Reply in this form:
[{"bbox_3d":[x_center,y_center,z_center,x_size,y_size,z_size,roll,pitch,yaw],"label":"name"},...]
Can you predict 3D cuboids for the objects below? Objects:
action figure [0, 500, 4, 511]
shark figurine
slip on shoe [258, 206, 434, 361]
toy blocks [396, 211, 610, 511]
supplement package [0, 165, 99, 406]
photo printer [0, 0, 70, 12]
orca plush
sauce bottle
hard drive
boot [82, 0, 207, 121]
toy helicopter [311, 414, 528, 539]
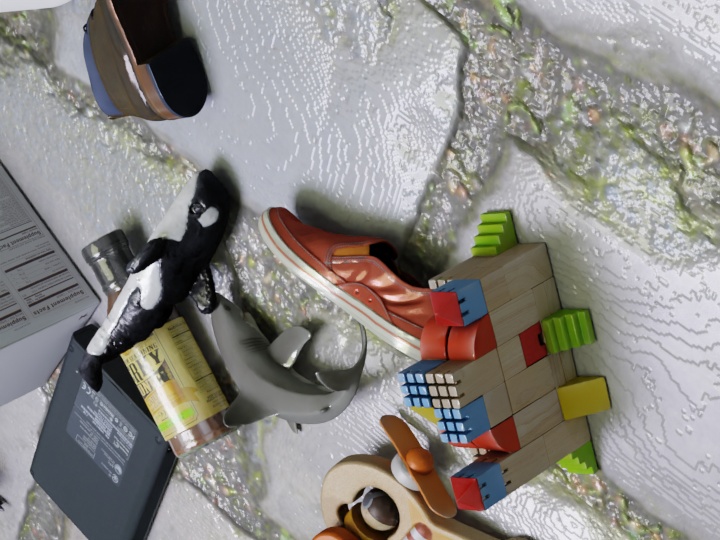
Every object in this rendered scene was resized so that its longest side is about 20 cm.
[{"bbox_3d":[-0.420,0.188,2.016,0.118,0.102,0.201,17,120,25],"label":"action figure"},{"bbox_3d":[-0.064,0.099,1.609,0.214,0.089,0.129,14,123,53],"label":"shark figurine"},{"bbox_3d":[0.000,0.000,1.537,0.200,0.074,0.061,35,97,36],"label":"slip on shoe"},{"bbox_3d":[0.087,0.075,1.424,0.100,0.136,0.201,-1,108,45],"label":"toy blocks"},{"bbox_3d":[-0.373,0.016,1.844,0.200,0.150,0.152,52,136,12],"label":"supplement package"},{"bbox_3d":[-0.310,-0.288,1.656,0.199,0.070,0.167,4,137,43],"label":"photo printer"},{"bbox_3d":[-0.155,0.019,1.654,0.071,0.105,0.201,34,88,5],"label":"orca plush"},{"bbox_3d":[-0.177,0.062,1.736,0.065,0.065,0.201,-33,85,48],"label":"sauce bottle"},{"bbox_3d":[-0.236,0.166,1.870,0.140,0.033,0.201,43,134,21],"label":"hard drive"},{"bbox_3d":[-0.200,-0.209,1.617,0.097,0.075,0.201,-8,106,43],"label":"boot"},{"bbox_3d":[0.058,0.197,1.580,0.199,0.079,0.133,18,113,26],"label":"toy helicopter"}]
